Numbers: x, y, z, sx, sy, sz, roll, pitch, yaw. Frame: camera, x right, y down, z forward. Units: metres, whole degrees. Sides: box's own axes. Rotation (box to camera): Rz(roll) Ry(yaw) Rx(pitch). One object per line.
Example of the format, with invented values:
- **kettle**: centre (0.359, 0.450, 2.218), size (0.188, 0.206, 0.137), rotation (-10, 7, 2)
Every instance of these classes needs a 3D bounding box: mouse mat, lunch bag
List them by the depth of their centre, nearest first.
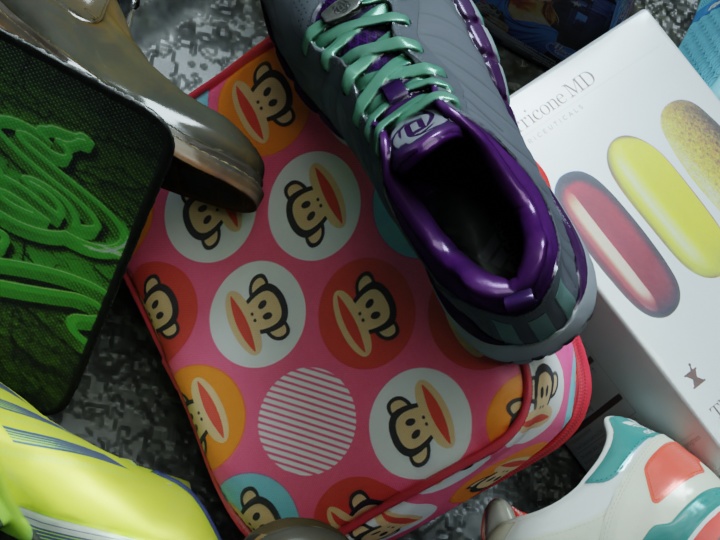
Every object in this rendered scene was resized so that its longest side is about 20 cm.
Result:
- **mouse mat**: centre (-0.181, -0.041, 0.723), size (0.199, 0.161, 0.008), rotation (27, 35, 0)
- **lunch bag**: centre (0.000, 0.000, 0.750), size (0.082, 0.176, 0.201), rotation (2, 60, -58)

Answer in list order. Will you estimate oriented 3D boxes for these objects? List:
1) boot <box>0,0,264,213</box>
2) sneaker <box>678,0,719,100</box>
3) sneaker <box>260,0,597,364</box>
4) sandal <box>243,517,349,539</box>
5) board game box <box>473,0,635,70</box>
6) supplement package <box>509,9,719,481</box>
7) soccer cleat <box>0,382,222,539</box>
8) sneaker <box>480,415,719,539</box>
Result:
- **boot**: centre (-0.104, -0.107, 0.735), size (0.199, 0.075, 0.097), rotation (32, 75, 6)
- **sneaker**: centre (0.225, -0.091, 0.916), size (0.131, 0.079, 0.200), rotation (44, 54, -13)
- **sneaker**: centre (0.021, -0.064, 0.663), size (0.074, 0.088, 0.200), rotation (-34, 74, 2)
- **sandal**: centre (-0.024, 0.196, 0.699), size (0.081, 0.055, 0.201), rotation (7, 93, -29)
- **board game box**: centre (0.064, -0.190, 0.829), size (0.199, 0.200, 0.062), rotation (29, 65, -4)
- **supplement package**: centre (0.128, 0.009, 0.821), size (0.114, 0.110, 0.200), rotation (-34, 82, -26)
- **soccer cleat**: centre (-0.114, 0.095, 0.750), size (0.200, 0.065, 0.084), rotation (44, 46, 4)
- **sneaker**: centre (0.072, 0.147, 0.759), size (0.200, 0.070, 0.093), rotation (-50, 56, 6)
